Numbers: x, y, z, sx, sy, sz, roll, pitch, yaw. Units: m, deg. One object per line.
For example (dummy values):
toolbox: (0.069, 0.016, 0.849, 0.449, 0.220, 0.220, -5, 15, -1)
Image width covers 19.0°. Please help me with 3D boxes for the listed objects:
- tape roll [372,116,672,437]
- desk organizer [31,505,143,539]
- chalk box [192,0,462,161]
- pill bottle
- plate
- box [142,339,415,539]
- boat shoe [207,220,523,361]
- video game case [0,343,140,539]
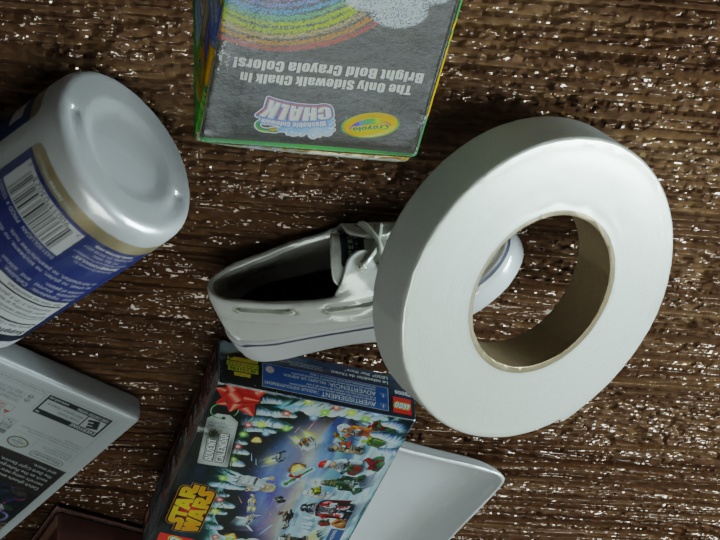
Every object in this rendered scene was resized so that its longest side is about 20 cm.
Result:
tape roll: (0.100, 0.006, 1.299, 0.202, 0.037, 0.204, -16, 122, -27)
desk organizer: (-0.149, 0.248, 1.598, 0.199, 0.077, 0.072, 18, 134, -23)
chalk box: (-0.023, -0.143, 1.134, 0.124, 0.124, 0.201, 5, 139, -11)
pill bottle: (-0.206, -0.022, 1.264, 0.199, 0.112, 0.111, -31, 132, 28)
plate: (-0.028, 0.168, 1.551, 0.199, 0.032, 0.200, 18, 135, -22)
box: (-0.059, 0.135, 1.460, 0.136, 0.040, 0.200, 12, 136, -14)
boat shoe: (0.000, 0.000, 1.340, 0.199, 0.072, 0.066, -12, 141, 19)
video game case: (-0.282, 0.103, 1.468, 0.199, 0.023, 0.182, 27, 130, -31)
